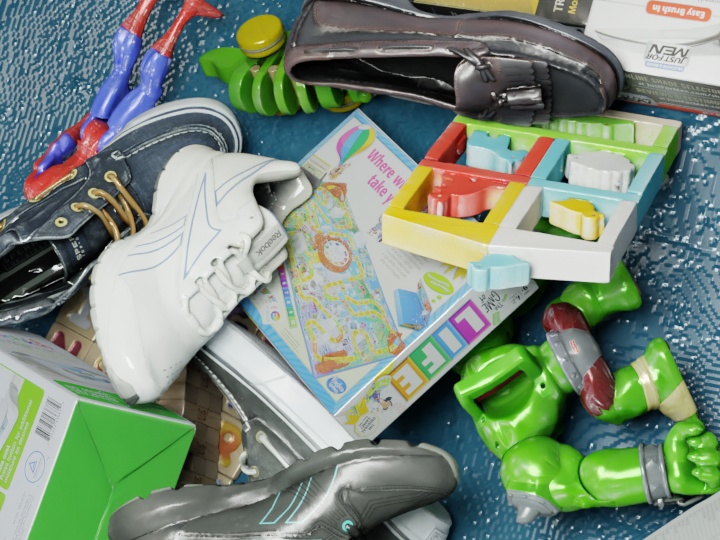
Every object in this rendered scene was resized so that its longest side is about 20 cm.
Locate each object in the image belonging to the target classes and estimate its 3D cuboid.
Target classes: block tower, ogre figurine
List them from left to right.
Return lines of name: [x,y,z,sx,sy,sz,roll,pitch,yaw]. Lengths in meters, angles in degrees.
block tower: [-0.120,0.112,1.456,0.054,0.058,0.202,-2,76,21]
ogre figurine: [0.113,0.057,1.364,0.119,0.098,0.201,-25,78,1]

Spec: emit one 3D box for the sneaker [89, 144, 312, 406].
sneaker: [-0.092,-0.005,1.392,0.087,0.075,0.201,-4,43,28]

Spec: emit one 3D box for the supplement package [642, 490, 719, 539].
supplement package: [0.211,0.176,1.259,0.199,0.114,0.110,-35,96,10]

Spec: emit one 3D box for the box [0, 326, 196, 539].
box: [-0.212,0.147,1.418,0.176,0.096,0.201,23,95,48]

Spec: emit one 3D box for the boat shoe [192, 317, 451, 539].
boat shoe: [-0.039,0.106,1.410,0.200,0.072,0.071,44,95,15]

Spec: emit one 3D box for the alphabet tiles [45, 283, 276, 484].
alphabet tiles: [-0.127,0.065,1.505,0.166,0.006,0.201,26,85,26]

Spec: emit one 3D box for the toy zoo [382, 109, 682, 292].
toy zoo: [0.095,-0.044,1.357,0.130,0.200,0.021,11,121,18]

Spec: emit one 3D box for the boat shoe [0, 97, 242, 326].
boat shoe: [-0.156,-0.030,1.474,0.200,0.091,0.071,-32,107,3]

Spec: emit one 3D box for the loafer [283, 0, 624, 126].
loafer: [0.050,-0.113,1.400,0.199,0.072,0.063,15,53,18]

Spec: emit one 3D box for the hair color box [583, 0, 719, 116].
hair color box: [0.208,-0.195,1.419,0.110,0.064,0.201,12,78,25]

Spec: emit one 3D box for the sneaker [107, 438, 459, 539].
sneaker: [-0.038,0.148,1.335,0.199,0.075,0.080,-16,70,8]

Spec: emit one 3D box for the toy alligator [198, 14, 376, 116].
toy alligator: [-0.013,-0.120,1.476,0.199,0.060,0.054,-2,44,22]

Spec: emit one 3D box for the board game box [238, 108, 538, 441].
board game box: [0.000,0.000,1.406,0.134,0.034,0.200,-42,38,0]

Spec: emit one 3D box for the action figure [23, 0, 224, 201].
action figure: [-0.158,-0.090,1.542,0.065,0.052,0.201,35,94,32]

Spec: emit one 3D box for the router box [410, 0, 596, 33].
router box: [0.097,-0.242,1.482,0.156,0.052,0.201,10,78,24]
